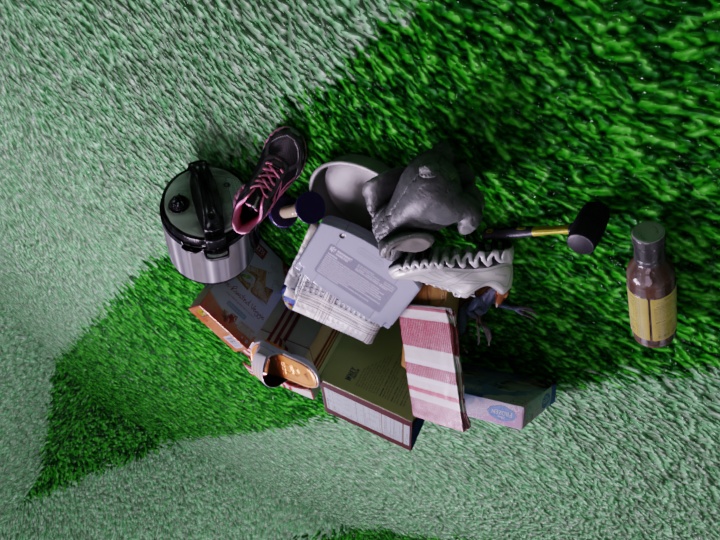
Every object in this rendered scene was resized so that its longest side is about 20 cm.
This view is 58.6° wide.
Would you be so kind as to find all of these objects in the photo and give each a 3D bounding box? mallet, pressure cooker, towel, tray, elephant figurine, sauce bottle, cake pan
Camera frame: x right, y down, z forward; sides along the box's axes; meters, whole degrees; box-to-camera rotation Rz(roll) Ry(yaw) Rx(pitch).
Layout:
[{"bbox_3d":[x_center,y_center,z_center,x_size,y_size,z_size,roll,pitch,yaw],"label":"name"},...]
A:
[{"bbox_3d":[0.255,-0.063,0.899,0.041,0.066,0.199,50,159,-27],"label":"mallet"},{"bbox_3d":[-0.278,-0.089,1.178,0.174,0.180,0.201,28,149,10],"label":"pressure cooker"},{"bbox_3d":[-0.035,0.029,1.141,0.197,0.035,0.194,27,130,1],"label":"towel"},{"bbox_3d":[0.118,0.094,1.106,0.098,0.036,0.204,30,125,47],"label":"tray"},{"bbox_3d":[0.121,0.158,1.076,0.143,0.022,0.205,2,102,58],"label":"towel"},{"bbox_3d":[0.064,-0.073,0.892,0.198,0.143,0.155,-31,118,29],"label":"elephant figurine"},{"bbox_3d":[0.391,0.020,0.860,0.064,0.065,0.202,9,141,32],"label":"sauce bottle"},{"bbox_3d":[0.010,-0.107,1.038,0.197,0.037,0.202,23,147,15],"label":"cake pan"}]

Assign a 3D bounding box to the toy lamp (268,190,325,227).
[{"bbox_3d":[-0.115,-0.103,1.096,0.058,0.059,0.199,44,165,-20],"label":"toy lamp"}]

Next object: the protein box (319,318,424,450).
[{"bbox_3d":[0.051,0.207,1.281,0.196,0.200,0.136,20,146,17],"label":"protein box"}]

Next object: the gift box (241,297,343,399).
[{"bbox_3d":[-0.156,0.148,1.391,0.181,0.189,0.202,15,146,25],"label":"gift box"}]

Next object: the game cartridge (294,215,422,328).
[{"bbox_3d":[0.000,0.000,1.075,0.198,0.041,0.134,33,128,-6],"label":"game cartridge"}]

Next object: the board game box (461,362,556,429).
[{"bbox_3d":[0.234,0.223,1.175,0.196,0.198,0.044,8,98,32],"label":"board game box"}]

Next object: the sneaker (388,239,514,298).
[{"bbox_3d":[0.138,0.005,0.985,0.196,0.075,0.083,-4,109,19],"label":"sneaker"}]

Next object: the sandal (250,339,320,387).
[{"bbox_3d":[-0.164,0.190,1.246,0.204,0.059,0.081,8,119,44],"label":"sandal"}]

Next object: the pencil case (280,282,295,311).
[{"bbox_3d":[-0.096,0.015,1.258,0.085,0.080,0.200,9,155,-22],"label":"pencil case"}]

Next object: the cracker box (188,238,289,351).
[{"bbox_3d":[-0.234,0.041,1.297,0.057,0.202,0.134,-15,127,48],"label":"cracker box"}]

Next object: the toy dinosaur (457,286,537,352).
[{"bbox_3d":[0.186,0.060,1.075,0.198,0.105,0.184,30,133,21],"label":"toy dinosaur"}]

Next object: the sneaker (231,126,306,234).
[{"bbox_3d":[-0.152,-0.137,1.035,0.078,0.096,0.201,31,120,-9],"label":"sneaker"}]
